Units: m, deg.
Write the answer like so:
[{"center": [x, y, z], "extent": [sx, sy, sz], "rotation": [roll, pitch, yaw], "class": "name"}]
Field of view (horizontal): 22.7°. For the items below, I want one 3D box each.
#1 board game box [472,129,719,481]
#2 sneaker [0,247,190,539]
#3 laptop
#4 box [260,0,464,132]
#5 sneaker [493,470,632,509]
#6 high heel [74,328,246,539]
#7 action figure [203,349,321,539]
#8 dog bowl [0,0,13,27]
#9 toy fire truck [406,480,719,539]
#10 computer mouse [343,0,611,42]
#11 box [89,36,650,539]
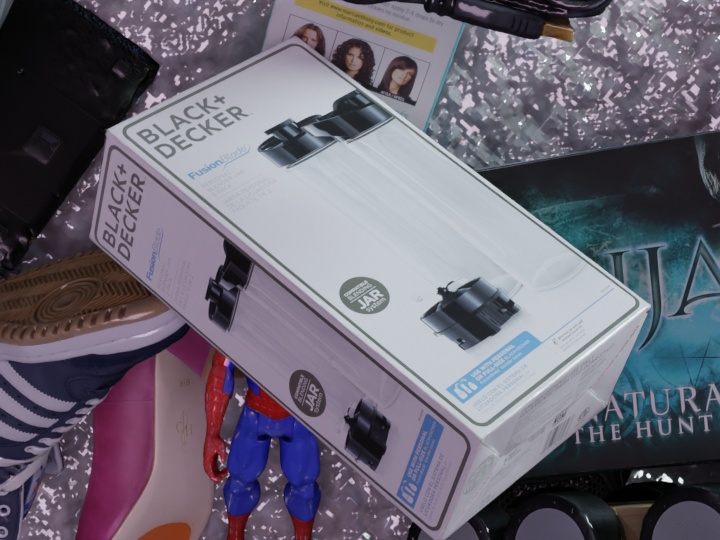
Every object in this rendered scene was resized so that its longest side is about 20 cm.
[{"center": [0.101, 0.017, 0.753], "extent": [0.198, 0.028, 0.137], "rotation": [-8, 79, 22], "class": "board game box"}, {"center": [-0.140, 0.061, 0.805], "extent": [0.198, 0.070, 0.109], "rotation": [-13, 115, 27], "class": "sneaker"}, {"center": [-0.228, -0.059, 0.862], "extent": [0.177, 0.103, 0.201], "rotation": [35, 70, -5], "class": "laptop"}, {"center": [0.003, -0.110, 0.787], "extent": [0.081, 0.049, 0.201], "rotation": [18, 130, -2], "class": "box"}, {"center": [0.037, 0.072, 0.847], "extent": [0.198, 0.076, 0.115], "rotation": [18, 90, -8], "class": "sneaker"}, {"center": [-0.116, 0.077, 0.867], "extent": [0.096, 0.067, 0.202], "rotation": [35, 116, 33], "class": "high heel"}, {"center": [-0.038, 0.086, 0.797], "extent": [0.064, 0.099, 0.202], "rotation": [3, 124, -3], "class": "action figure"}, {"center": [-0.225, -0.150, 0.732], "extent": [0.199, 0.200, 0.059], "rotation": [35, 57, -4], "class": "dog bowl"}, {"center": [0.104, 0.188, 0.717], "extent": [0.175, 0.128, 0.202], "rotation": [-9, 83, 38], "class": "toy fire truck"}, {"center": [0.047, -0.179, 0.691], "extent": [0.108, 0.044, 0.202], "rotation": [10, 58, -7], "class": "computer mouse"}, {"center": [0.000, 0.000, 0.713], "extent": [0.200, 0.116, 0.060], "rotation": [39, 137, 23], "class": "box"}]
